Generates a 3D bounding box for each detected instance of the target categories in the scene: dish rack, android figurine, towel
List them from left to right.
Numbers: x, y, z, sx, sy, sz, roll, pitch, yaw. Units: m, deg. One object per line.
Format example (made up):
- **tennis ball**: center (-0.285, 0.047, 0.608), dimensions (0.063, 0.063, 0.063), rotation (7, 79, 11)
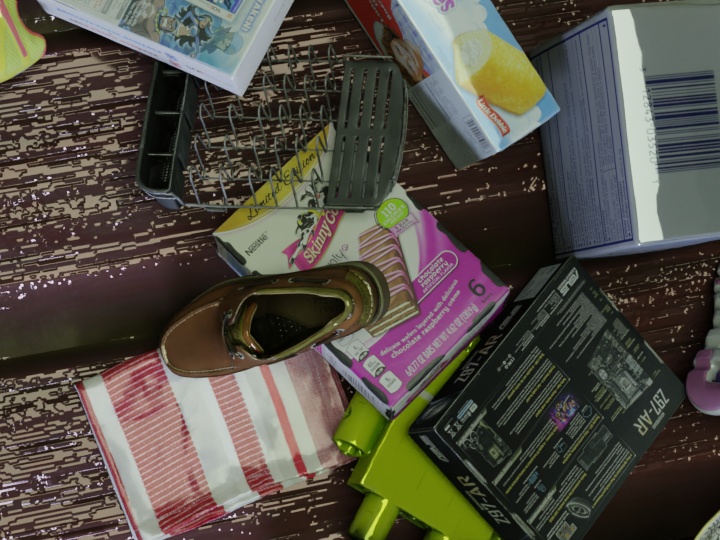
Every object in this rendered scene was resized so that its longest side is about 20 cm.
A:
- **towel**: center (-0.110, 0.118, 1.478), dimensions (0.200, 0.023, 0.144), rotation (-21, 90, -12)
- **dish rack**: center (-0.065, -0.115, 1.441), dimensions (0.200, 0.055, 0.153), rotation (2, 67, 10)
- **android figurine**: center (0.069, 0.147, 1.495), dimensions (0.182, 0.041, 0.200), rotation (31, 73, -16)

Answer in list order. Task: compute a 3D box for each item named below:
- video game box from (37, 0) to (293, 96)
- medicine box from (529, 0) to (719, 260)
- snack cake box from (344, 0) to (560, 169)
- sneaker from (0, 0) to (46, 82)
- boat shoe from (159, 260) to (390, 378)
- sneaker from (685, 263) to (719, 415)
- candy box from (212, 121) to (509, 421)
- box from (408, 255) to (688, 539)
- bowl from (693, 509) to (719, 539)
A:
- **video game box**: center (-0.129, -0.260, 1.448), dimensions (0.182, 0.047, 0.200), rotation (24, 78, 16)
- **medicine box**: center (0.220, -0.107, 1.471), dimensions (0.103, 0.200, 0.182), rotation (-6, 88, -12)
- **snack cake box**: center (0.065, -0.186, 1.486), dimensions (0.067, 0.115, 0.200), rotation (-35, 95, -12)
- **sneaker**: center (-0.307, -0.236, 1.437), dimensions (0.090, 0.078, 0.200), rotation (-22, 93, -27)
- **boat shoe**: center (-0.079, 0.037, 1.398), dimensions (0.200, 0.068, 0.072), rotation (-21, 92, 27)
- **sneaker**: center (0.343, 0.048, 1.556), dimensions (0.088, 0.080, 0.200), rotation (37, 66, -32)
- **candy box**: center (0.000, 0.000, 1.462), dimensions (0.200, 0.061, 0.136), rotation (43, 78, 11)
- **box**: center (0.154, 0.113, 1.487), dimensions (0.160, 0.044, 0.200), rotation (48, 63, -15)
- **bowl**: center (0.336, 0.274, 1.527), dimensions (0.201, 0.094, 0.201), rotation (1, 87, -12)
